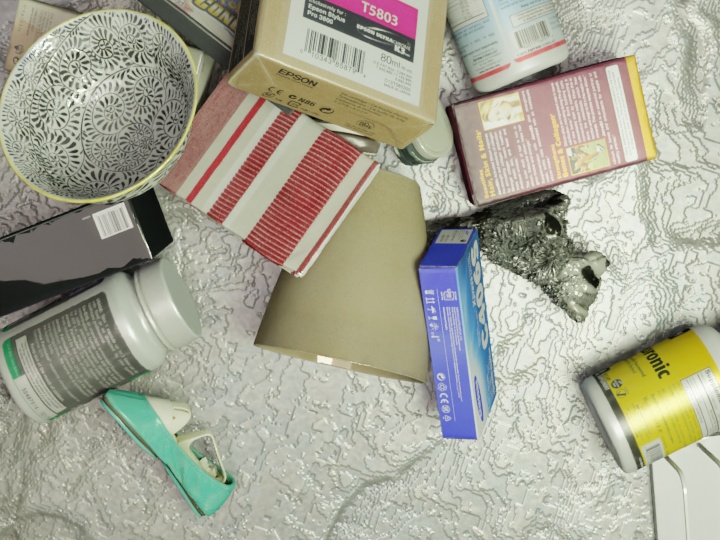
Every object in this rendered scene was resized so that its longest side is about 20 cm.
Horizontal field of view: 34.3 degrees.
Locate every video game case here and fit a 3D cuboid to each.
[{"bbox_3d":[-0.118,-0.274,1.173,0.199,0.182,0.025,36,134,-14],"label":"video game case"}]

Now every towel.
[{"bbox_3d":[-0.096,-0.100,1.185,0.199,0.023,0.145,33,82,18],"label":"towel"}]

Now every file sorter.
[{"bbox_3d":[0.427,0.256,1.260,0.197,0.125,0.141,-6,96,2],"label":"file sorter"}]

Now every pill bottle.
[{"bbox_3d":[-0.279,0.072,1.251,0.198,0.113,0.114,-26,96,4],"label":"pill bottle"},{"bbox_3d":[0.134,-0.295,1.207,0.107,0.109,0.203,-21,96,3],"label":"pill bottle"},{"bbox_3d":[0.348,0.127,1.252,0.198,0.111,0.113,-26,96,3],"label":"pill bottle"}]

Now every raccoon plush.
[{"bbox_3d":[0.169,-0.007,1.271,0.197,0.097,0.136,-5,112,30],"label":"raccoon plush"}]

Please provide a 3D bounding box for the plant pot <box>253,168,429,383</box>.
[{"bbox_3d":[0.000,0.000,1.221,0.184,0.187,0.203,13,83,-1],"label":"plant pot"}]

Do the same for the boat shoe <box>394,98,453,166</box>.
[{"bbox_3d":[0.034,-0.206,1.237,0.072,0.062,0.203,-21,88,-34],"label":"boat shoe"}]

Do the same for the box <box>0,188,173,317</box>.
[{"bbox_3d":[-0.310,-0.021,1.227,0.197,0.141,0.080,-20,101,3],"label":"box"}]

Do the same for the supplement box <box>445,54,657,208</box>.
[{"bbox_3d":[0.199,-0.147,1.234,0.197,0.086,0.112,-15,97,2],"label":"supplement box"}]

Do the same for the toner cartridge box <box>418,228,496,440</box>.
[{"bbox_3d":[0.104,0.066,1.225,0.043,0.095,0.203,0,116,21],"label":"toner cartridge box"}]

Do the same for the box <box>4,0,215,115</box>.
[{"bbox_3d":[-0.260,-0.220,1.228,0.197,0.095,0.079,16,98,0],"label":"box"}]

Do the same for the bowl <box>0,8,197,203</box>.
[{"bbox_3d":[-0.240,-0.142,1.134,0.197,0.094,0.204,-3,70,8],"label":"bowl"}]

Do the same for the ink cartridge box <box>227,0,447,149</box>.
[{"bbox_3d":[-0.018,-0.231,1.131,0.198,0.075,0.167,17,68,-25],"label":"ink cartridge box"}]

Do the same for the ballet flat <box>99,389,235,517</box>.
[{"bbox_3d":[-0.201,0.183,1.269,0.070,0.067,0.201,-38,120,-7],"label":"ballet flat"}]

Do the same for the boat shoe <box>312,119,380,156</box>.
[{"bbox_3d":[-0.074,-0.133,1.246,0.197,0.072,0.061,5,93,5],"label":"boat shoe"}]
